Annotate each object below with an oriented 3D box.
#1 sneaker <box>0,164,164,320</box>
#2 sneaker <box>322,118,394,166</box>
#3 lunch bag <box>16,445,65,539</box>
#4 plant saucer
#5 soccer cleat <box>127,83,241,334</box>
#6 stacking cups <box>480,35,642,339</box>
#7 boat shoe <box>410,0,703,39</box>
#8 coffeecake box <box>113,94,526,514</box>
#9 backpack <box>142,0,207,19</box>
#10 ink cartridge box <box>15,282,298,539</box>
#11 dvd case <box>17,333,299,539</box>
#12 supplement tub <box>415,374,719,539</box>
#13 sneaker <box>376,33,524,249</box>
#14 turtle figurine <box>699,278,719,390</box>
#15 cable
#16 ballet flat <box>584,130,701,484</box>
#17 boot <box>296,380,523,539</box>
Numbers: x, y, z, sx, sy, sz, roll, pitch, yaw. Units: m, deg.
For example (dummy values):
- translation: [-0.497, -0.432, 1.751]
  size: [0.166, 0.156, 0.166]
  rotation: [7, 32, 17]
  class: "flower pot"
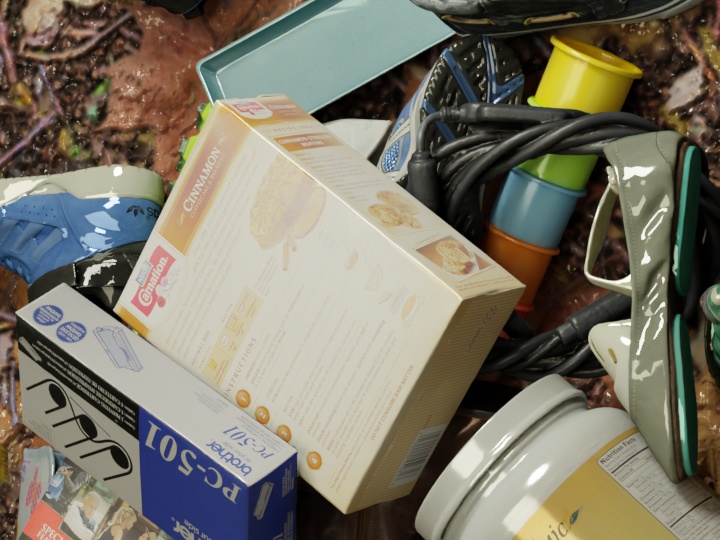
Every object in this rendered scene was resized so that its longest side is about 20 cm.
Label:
- translation: [-0.221, -0.002, 1.825]
  size: [0.199, 0.077, 0.112]
  rotation: [-7, 73, 26]
  class: "sneaker"
- translation: [0.000, 0.000, 1.688]
  size: [0.088, 0.075, 0.201]
  rotation: [-12, 78, 20]
  class: "sneaker"
- translation: [-0.154, 0.203, 1.738]
  size: [0.199, 0.127, 0.170]
  rotation: [4, 84, 39]
  class: "lunch bag"
- translation: [-0.007, -0.147, 1.707]
  size: [0.199, 0.019, 0.070]
  rotation: [-28, 72, 16]
  class: "plant saucer"
- translation: [-0.093, -0.022, 1.756]
  size: [0.081, 0.068, 0.201]
  rotation: [15, 81, -2]
  class: "soccer cleat"
- translation: [0.109, -0.039, 1.629]
  size: [0.060, 0.060, 0.201]
  rotation: [29, 107, 32]
  class: "stacking cups"
- translation: [0.125, -0.180, 1.594]
  size: [0.199, 0.091, 0.071]
  rotation: [-13, 80, 24]
  class: "boat shoe"
- translation: [-0.027, 0.016, 1.566]
  size: [0.200, 0.073, 0.154]
  rotation: [39, 116, 24]
  class: "coffeecake box"
- translation: [-0.141, -0.295, 1.765]
  size: [0.183, 0.134, 0.200]
  rotation: [-47, 61, 21]
  class: "backpack"
- translation: [-0.122, 0.098, 1.592]
  size: [0.200, 0.044, 0.094]
  rotation: [33, 140, 30]
  class: "ink cartridge box"
- translation: [-0.126, 0.147, 1.651]
  size: [0.146, 0.022, 0.201]
  rotation: [34, 99, 30]
  class: "dvd case"
- translation: [0.143, 0.169, 1.512]
  size: [0.200, 0.145, 0.145]
  rotation: [42, 109, 17]
  class: "supplement tub"
- translation: [0.043, -0.045, 1.639]
  size: [0.075, 0.077, 0.201]
  rotation: [26, 88, -7]
  class: "sneaker"
- translation: [0.235, 0.023, 1.498]
  size: [0.100, 0.149, 0.201]
  rotation: [-4, 75, 51]
  class: "turtle figurine"
- translation: [0.121, -0.014, 1.571]
  size: [0.199, 0.051, 0.164]
  rotation: [5, 97, 3]
  class: "cable"
- translation: [0.156, 0.021, 1.498]
  size: [0.063, 0.067, 0.201]
  rotation: [-2, 74, 15]
  class: "ballet flat"
- translation: [0.040, 0.169, 1.650]
  size: [0.185, 0.064, 0.201]
  rotation: [5, 102, 12]
  class: "boot"
